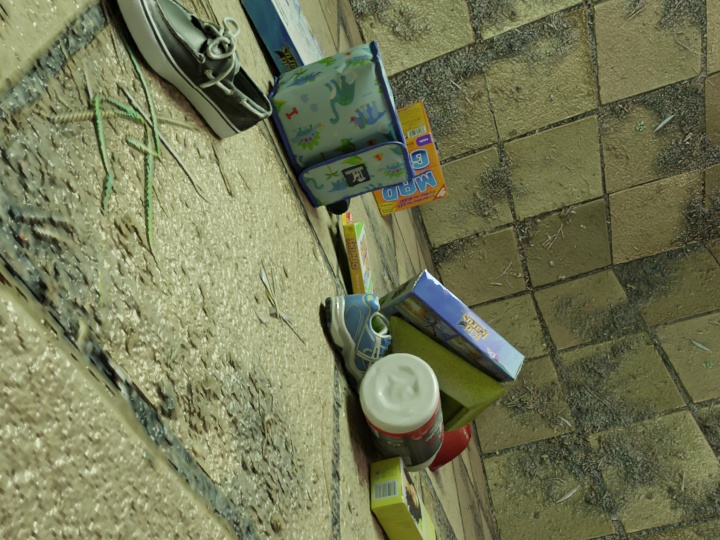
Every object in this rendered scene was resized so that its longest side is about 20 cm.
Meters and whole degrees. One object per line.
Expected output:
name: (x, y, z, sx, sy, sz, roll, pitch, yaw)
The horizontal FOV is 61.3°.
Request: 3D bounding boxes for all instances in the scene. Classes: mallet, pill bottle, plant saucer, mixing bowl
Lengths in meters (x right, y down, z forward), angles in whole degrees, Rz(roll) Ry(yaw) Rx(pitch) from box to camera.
mallet: (-0.066, -0.194, 1.028, 0.066, 0.040, 0.203, -79, 148, -65)
pill bottle: (0.066, 0.217, 0.882, 0.202, 0.108, 0.112, 75, 6, -52)
plant saucer: (0.104, 0.179, 0.953, 0.048, 0.197, 0.201, -53, 171, -28)
mixing bowl: (0.194, 0.351, 1.408, 0.200, 0.106, 0.205, -15, 90, -79)

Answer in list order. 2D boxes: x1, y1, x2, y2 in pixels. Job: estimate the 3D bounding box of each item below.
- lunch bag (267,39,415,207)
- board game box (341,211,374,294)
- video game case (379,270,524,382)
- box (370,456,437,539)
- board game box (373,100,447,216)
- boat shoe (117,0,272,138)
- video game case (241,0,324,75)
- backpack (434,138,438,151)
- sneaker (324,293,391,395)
lunch bag: (-0.023, -0.199, 0.887, 0.129, 0.166, 0.203, -91, 164, -55)
board game box: (0.000, 0.000, 1.050, 0.096, 0.029, 0.205, -43, 122, -79)
video game case: (0.121, 0.103, 0.934, 0.199, 0.046, 0.181, 40, -27, -7)
box: (0.067, 0.360, 0.875, 0.076, 0.049, 0.202, -91, 163, -52)
board game box: (0.118, -0.317, 1.717, 0.202, 0.196, 0.202, -92, 162, -51)
boat shoe: (-0.137, -0.191, 0.544, 0.200, 0.067, 0.075, 55, 21, -60)
video game case: (-0.113, -0.373, 0.961, 0.183, 0.045, 0.202, -93, 159, -48)
backpack: (0.282, -0.551, 2.928, 0.135, 0.196, 0.186, 52, 24, -63)
sneaker: (0.011, 0.112, 0.869, 0.077, 0.075, 0.202, -97, 170, -46)
